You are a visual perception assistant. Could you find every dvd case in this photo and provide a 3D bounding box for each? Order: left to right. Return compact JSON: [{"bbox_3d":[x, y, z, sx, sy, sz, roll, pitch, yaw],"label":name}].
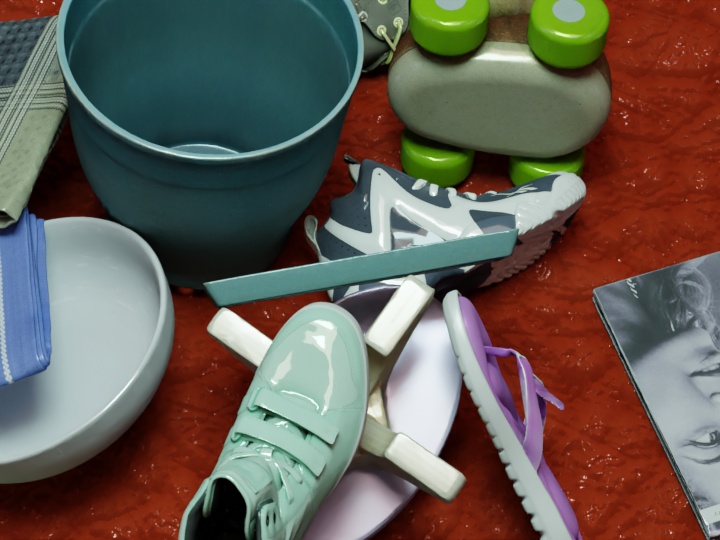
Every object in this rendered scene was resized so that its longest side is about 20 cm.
[{"bbox_3d":[0.263,0.075,1.507,0.147,0.016,0.201,-16,60,-12],"label":"dvd case"}]

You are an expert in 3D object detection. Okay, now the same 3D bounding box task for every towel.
[{"bbox_3d":[-0.293,0.046,1.453,0.199,0.024,0.146,-22,47,10],"label":"towel"},{"bbox_3d":[-0.275,-0.097,1.544,0.191,0.035,0.201,-2,49,30],"label":"towel"}]

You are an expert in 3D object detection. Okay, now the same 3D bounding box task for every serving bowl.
[{"bbox_3d":[-0.206,0.062,1.454,0.198,0.066,0.201,-14,47,15],"label":"serving bowl"}]

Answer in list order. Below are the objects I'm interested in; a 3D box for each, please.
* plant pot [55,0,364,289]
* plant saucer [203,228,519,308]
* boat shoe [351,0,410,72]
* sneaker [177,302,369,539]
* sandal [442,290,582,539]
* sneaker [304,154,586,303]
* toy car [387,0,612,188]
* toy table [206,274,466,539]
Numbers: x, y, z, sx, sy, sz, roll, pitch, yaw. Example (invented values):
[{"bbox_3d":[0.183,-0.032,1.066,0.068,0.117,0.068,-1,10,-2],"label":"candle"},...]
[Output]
[{"bbox_3d":[-0.105,-0.095,1.496,0.198,0.189,0.201,3,54,-5],"label":"plant pot"},{"bbox_3d":[0.000,0.000,1.393,0.198,0.070,0.019,-9,88,-5],"label":"plant saucer"},{"bbox_3d":[0.019,-0.190,1.633,0.060,0.072,0.202,31,58,22],"label":"boat shoe"},{"bbox_3d":[-0.047,0.106,1.276,0.073,0.118,0.202,19,79,7],"label":"sneaker"},{"bbox_3d":[0.107,0.095,1.405,0.049,0.204,0.083,-23,20,6],"label":"sandal"},{"bbox_3d":[0.049,-0.045,1.537,0.198,0.080,0.130,-33,72,-9],"label":"sneaker"},{"bbox_3d":[0.104,-0.182,1.584,0.156,0.165,0.201,6,51,2],"label":"toy car"},{"bbox_3d":[-0.013,0.089,1.398,0.183,0.117,0.201,23,79,6],"label":"toy table"}]
